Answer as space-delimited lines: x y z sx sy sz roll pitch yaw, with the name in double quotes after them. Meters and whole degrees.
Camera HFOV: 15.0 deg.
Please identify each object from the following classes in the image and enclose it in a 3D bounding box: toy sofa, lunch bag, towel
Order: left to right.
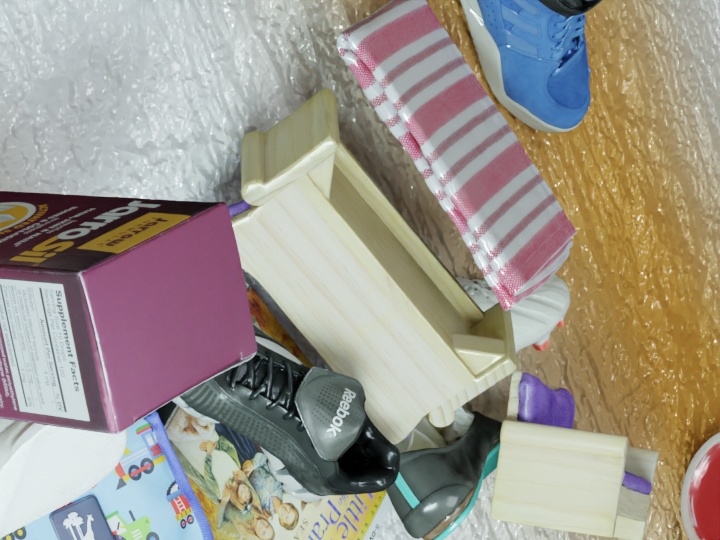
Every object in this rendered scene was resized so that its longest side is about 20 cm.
-0.152 0.180 1.518 0.150 0.094 0.201 -27 101 -32 "lunch bag"
0.000 0.000 1.651 0.200 0.097 0.083 49 16 -20 "toy sofa"
0.059 -0.076 1.707 0.201 0.030 0.146 57 22 -2 "towel"
0.146 0.125 1.807 0.200 0.082 0.098 29 70 -76 "toy sofa"

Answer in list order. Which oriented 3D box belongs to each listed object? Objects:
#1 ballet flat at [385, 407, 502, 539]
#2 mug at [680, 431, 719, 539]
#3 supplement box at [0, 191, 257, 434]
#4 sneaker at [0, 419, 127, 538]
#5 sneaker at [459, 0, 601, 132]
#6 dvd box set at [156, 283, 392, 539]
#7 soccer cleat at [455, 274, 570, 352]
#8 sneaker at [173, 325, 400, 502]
0.054 0.117 1.747 0.068 0.068 0.200 46 12 2 "ballet flat"
0.341 0.207 2.071 0.199 0.133 0.179 18 77 -46 "mug"
-0.165 0.017 1.398 0.110 0.199 0.086 -28 114 -45 "supplement box"
-0.221 0.112 1.430 0.199 0.089 0.076 -29 126 -10 "sneaker"
0.133 -0.171 1.808 0.077 0.111 0.201 -51 129 -34 "sneaker"
-0.060 0.126 1.663 0.200 0.029 0.147 54 54 -36 "dvd box set"
0.068 0.029 1.782 0.200 0.069 0.078 -27 110 -43 "soccer cleat"
-0.043 0.074 1.586 0.200 0.090 0.067 44 59 -40 "sneaker"
